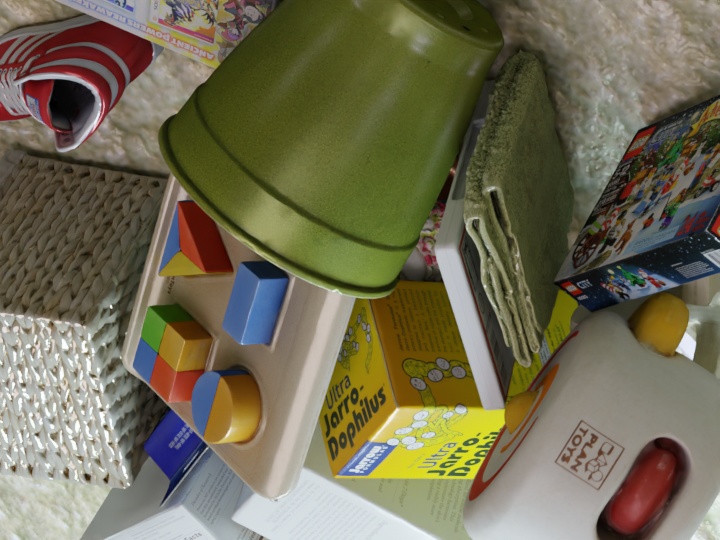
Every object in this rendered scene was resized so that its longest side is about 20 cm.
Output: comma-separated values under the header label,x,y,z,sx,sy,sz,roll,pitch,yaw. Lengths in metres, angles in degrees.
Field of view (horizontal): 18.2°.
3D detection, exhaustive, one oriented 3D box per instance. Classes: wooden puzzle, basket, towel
label,x,y,z,sx,sy,sz,roll,pitch,yaw
wooden puzzle,-0.102,0.042,1.631,0.200,0.046,0.186,36,118,38
basket,-0.238,0.042,1.807,0.160,0.200,0.199,8,132,19
towel,0.109,-0.047,1.546,0.036,0.200,0.149,-4,126,18

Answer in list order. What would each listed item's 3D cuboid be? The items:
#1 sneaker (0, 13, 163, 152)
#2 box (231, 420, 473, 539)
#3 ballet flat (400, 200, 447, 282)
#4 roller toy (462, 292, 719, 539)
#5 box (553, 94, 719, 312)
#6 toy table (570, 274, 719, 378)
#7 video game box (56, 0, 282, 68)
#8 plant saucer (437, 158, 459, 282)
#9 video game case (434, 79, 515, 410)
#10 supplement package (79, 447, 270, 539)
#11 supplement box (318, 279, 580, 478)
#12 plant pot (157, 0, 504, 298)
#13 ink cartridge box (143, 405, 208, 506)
label,x,y,z,sx,sy,sz,roll,pitch,yaw
sneaker,-0.249,-0.135,1.716,0.199,0.113,0.071,-16,119,37
box,0.021,0.161,1.787,0.200,0.153,0.106,30,137,-13
ballet flat,0.000,0.000,1.689,0.199,0.064,0.076,-15,119,36
roller toy,0.159,0.126,1.516,0.139,0.183,0.200,33,135,-2
box,0.217,-0.052,1.482,0.038,0.137,0.200,36,158,-14
toy table,0.253,0.025,1.594,0.183,0.117,0.201,0,127,28
video game box,-0.140,-0.246,1.611,0.199,0.047,0.183,24,133,7
plant saucer,0.028,-0.032,1.718,0.199,0.038,0.201,14,134,15
video game case,0.093,-0.020,1.577,0.017,0.200,0.143,-6,126,19
supplement package,-0.119,0.183,1.866,0.156,0.200,0.111,-28,112,41
supplement box,0.076,0.084,1.672,0.199,0.110,0.109,3,146,-29
plant pot,-0.004,-0.118,1.545,0.200,0.200,0.193,35,110,-4
ink cartridge box,-0.117,0.086,1.779,0.039,0.200,0.100,32,135,-7
